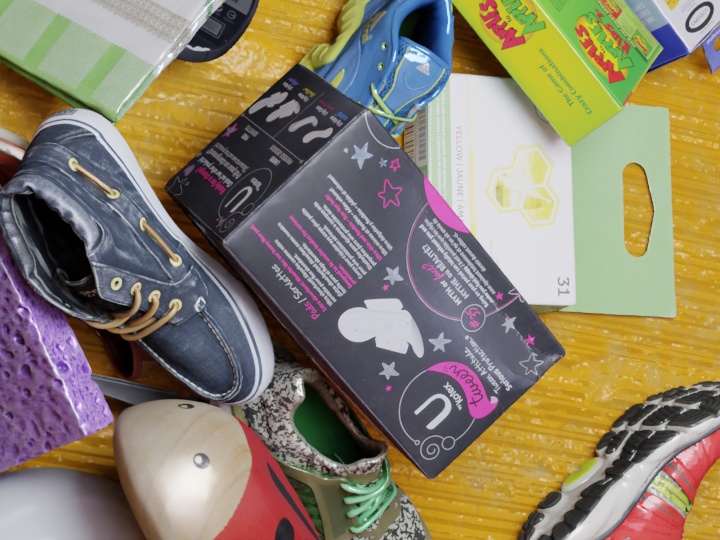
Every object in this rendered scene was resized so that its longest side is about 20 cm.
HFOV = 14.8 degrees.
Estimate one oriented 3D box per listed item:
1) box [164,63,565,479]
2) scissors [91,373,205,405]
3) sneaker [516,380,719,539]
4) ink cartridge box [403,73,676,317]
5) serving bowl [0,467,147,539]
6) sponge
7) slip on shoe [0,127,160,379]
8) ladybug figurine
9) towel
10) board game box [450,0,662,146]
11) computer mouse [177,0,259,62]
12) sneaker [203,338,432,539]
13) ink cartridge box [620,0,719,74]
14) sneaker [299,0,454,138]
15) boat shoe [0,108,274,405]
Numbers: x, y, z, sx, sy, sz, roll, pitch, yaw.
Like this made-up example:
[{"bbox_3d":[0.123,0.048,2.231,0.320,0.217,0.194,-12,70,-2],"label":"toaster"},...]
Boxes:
[{"bbox_3d":[0.000,0.000,1.602,0.115,0.132,0.200,-42,115,-4],"label":"box"},{"bbox_3d":[-0.094,0.079,1.637,0.200,0.014,0.073,36,75,-30],"label":"scissors"},{"bbox_3d":[0.184,0.146,1.762,0.200,0.077,0.085,-39,112,-18],"label":"sneaker"},{"bbox_3d":[0.123,-0.045,1.764,0.199,0.048,0.147,3,81,-23],"label":"ink cartridge box"},{"bbox_3d":[-0.167,0.211,1.576,0.199,0.066,0.201,3,82,-26],"label":"serving bowl"},{"bbox_3d":[-0.221,0.015,1.550,0.030,0.111,0.201,-30,97,-48],"label":"sponge"},{"bbox_3d":[-0.176,-0.015,1.601,0.200,0.074,0.061,47,69,-19],"label":"slip on shoe"},{"bbox_3d":[-0.073,0.143,1.571,0.072,0.136,0.200,-26,139,5],"label":"ladybug figurine"},{"bbox_3d":[-0.141,-0.187,1.629,0.149,0.031,0.200,30,69,21],"label":"towel"},{"bbox_3d":[0.098,-0.185,1.724,0.200,0.048,0.102,50,34,-8],"label":"board game box"},{"bbox_3d":[-0.057,-0.191,1.693,0.140,0.046,0.201,25,62,-11],"label":"computer mouse"},{"bbox_3d":[-0.011,0.122,1.636,0.200,0.088,0.077,50,65,-28],"label":"sneaker"},{"bbox_3d":[0.195,-0.224,1.804,0.136,0.076,0.200,-44,101,-26],"label":"ink cartridge box"},{"bbox_3d":[-0.005,-0.098,1.674,0.076,0.105,0.201,31,70,-19],"label":"sneaker"},{"bbox_3d":[-0.128,0.012,1.533,0.201,0.071,0.091,53,31,-16],"label":"boat shoe"}]
